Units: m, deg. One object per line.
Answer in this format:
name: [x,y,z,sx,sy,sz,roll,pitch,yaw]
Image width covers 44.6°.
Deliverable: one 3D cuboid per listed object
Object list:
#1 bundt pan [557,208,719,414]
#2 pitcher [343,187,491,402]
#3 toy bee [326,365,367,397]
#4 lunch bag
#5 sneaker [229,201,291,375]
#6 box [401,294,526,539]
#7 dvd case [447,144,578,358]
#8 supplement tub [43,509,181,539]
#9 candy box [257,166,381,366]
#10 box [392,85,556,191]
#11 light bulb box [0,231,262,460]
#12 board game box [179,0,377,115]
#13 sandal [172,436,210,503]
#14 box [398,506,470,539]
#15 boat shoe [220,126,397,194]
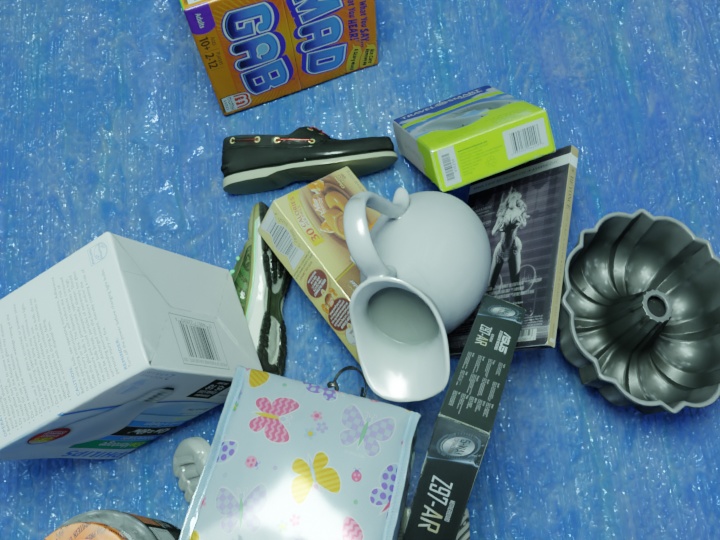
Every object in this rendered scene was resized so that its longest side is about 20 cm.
bundt pan: [0.276,0.049,0.868,0.197,0.076,0.207,5,66,-12]
pitcher: [0.044,-0.012,0.772,0.119,0.201,0.175,-10,114,22]
toy bee: [-0.047,0.210,0.843,0.131,0.108,0.202,47,50,-22]
lunch bag: [-0.051,0.204,0.711,0.165,0.128,0.204,11,58,7]
sneaker: [-0.126,0.022,0.927,0.086,0.077,0.205,-6,65,20]
box: [0.090,0.139,0.767,0.043,0.163,0.200,18,29,10]
dvd case: [0.151,-0.015,0.890,0.016,0.147,0.205,21,70,-31]
supplement tub: [-0.214,0.278,0.772,0.119,0.201,0.126,-1,71,4]
candy box: [0.000,0.000,0.895,0.114,0.055,0.201,-29,76,-40]
box: [0.107,-0.141,0.903,0.119,0.200,0.049,-20,111,-4]
light bulb box: [-0.230,0.081,0.813,0.197,0.197,0.127,-28,70,17]
board game box: [-0.105,-0.335,0.970,0.195,0.200,0.204,-19,71,-4]
sandal: [-0.114,0.250,0.852,0.049,0.082,0.206,-16,73,-48]
box: [0.059,0.322,0.797,0.067,0.082,0.205,5,72,-19]
boat shoe: [-0.058,-0.130,0.965,0.196,0.074,0.065,-6,79,6]
